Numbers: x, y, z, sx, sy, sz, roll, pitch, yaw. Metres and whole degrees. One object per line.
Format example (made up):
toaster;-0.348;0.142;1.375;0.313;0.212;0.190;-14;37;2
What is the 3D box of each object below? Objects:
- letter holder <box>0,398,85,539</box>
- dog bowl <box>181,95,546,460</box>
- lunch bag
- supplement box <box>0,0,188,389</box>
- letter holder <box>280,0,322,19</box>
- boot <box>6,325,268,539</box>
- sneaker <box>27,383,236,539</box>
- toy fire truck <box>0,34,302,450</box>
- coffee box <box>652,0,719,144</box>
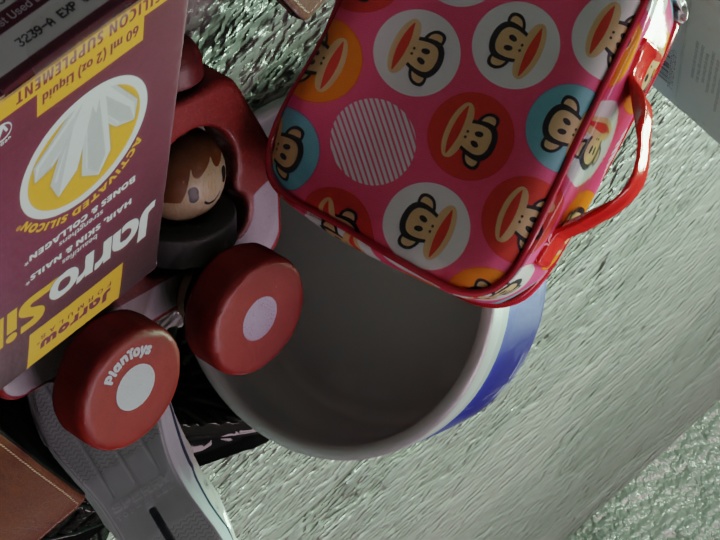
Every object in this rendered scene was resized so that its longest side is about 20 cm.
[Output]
letter holder;-0.238;0.103;1.030;0.142;0.101;0.200;-42;163;-6
dog bowl;0.000;0.000;1.187;0.200;0.200;0.079;-53;161;22
lunch bag;0.065;-0.088;1.051;0.201;0.176;0.082;-62;160;3
supplement box;-0.139;-0.052;0.840;0.110;0.086;0.200;-41;161;-30
letter holder;-0.008;-0.220;0.823;0.200;0.101;0.142;-47;161;3
boot;-0.137;0.116;1.282;0.210;0.080;0.158;-10;141;-24
sneaker;-0.126;0.101;1.161;0.073;0.201;0.071;-25;180;-5
toy fire truck;-0.116;-0.025;1.043;0.199;0.112;0.169;-30;136;-35
coffee box;0.295;-0.203;1.432;0.198;0.200;0.200;-43;163;-11
